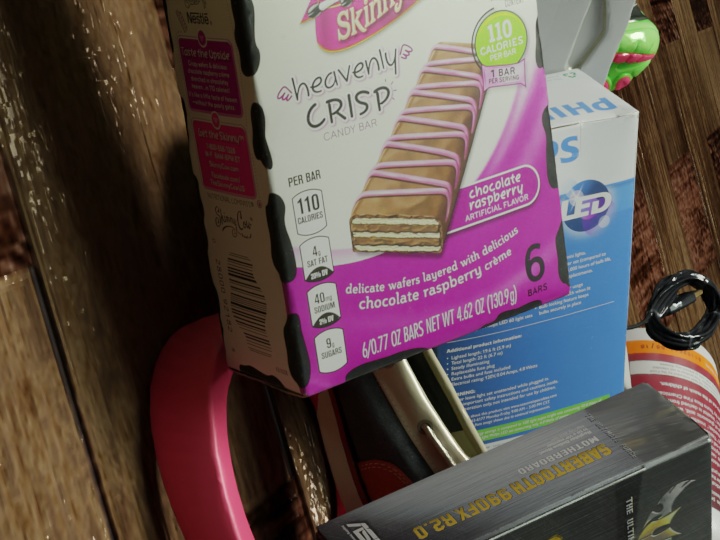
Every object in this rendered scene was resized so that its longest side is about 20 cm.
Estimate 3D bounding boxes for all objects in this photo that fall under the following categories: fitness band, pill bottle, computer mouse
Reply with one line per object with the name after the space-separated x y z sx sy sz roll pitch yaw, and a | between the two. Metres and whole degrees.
-0.031 0.088 0.762 0.200 0.037 0.145 6 69 -70 | fitness band
0.193 0.148 1.204 0.113 0.112 0.201 55 29 -45 | pill bottle
0.131 0.039 0.971 0.199 0.034 0.059 -14 55 -40 | computer mouse

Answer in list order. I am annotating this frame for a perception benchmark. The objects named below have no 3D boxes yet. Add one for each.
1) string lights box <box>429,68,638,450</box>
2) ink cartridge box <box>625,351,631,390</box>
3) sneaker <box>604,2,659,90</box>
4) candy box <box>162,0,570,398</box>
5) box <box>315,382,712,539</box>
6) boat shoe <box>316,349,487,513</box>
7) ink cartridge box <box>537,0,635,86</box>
0.069 0.017 0.830 0.059 0.102 0.201 -133 -145 -55 | string lights box
0.103 -0.028 1.120 0.145 0.083 0.201 44 37 -56 | ink cartridge box
0.078 -0.147 1.047 0.199 0.077 0.084 1 57 -26 | sneaker
0.003 -0.070 0.679 0.136 0.061 0.201 -20 109 -32 | candy box
0.071 0.164 0.743 0.048 0.158 0.201 44 -32 50 | box
0.003 0.017 0.768 0.071 0.062 0.201 -15 87 -69 | boat shoe
0.047 -0.170 0.866 0.200 0.083 0.147 58 -37 40 | ink cartridge box
